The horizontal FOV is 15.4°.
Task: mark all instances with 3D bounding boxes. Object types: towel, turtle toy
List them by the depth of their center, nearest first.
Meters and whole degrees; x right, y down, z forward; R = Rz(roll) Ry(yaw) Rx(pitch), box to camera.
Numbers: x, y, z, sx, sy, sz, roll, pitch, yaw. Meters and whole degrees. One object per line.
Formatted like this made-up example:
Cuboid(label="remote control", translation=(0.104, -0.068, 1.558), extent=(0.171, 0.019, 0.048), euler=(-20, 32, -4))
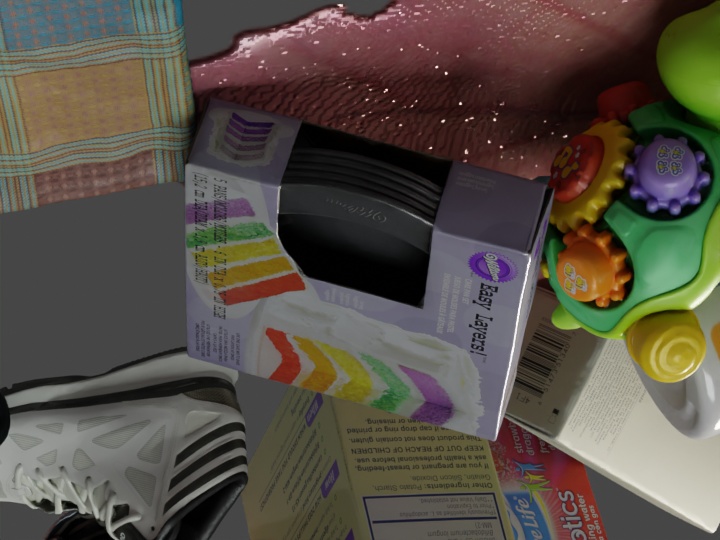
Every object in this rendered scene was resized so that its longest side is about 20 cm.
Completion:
Cuboid(label="towel", translation=(-0.154, -0.091, 1.290), extent=(0.146, 0.022, 0.200), euler=(-11, 148, -4))
Cuboid(label="turtle toy", translation=(0.158, -0.050, 1.375), extent=(0.101, 0.146, 0.200), euler=(31, 107, -25))

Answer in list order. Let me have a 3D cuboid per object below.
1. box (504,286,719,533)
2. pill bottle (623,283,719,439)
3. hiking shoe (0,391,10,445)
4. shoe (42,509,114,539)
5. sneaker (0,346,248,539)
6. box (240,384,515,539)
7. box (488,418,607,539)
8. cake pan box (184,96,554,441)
Cuboid(label="box", translation=(0.161, 0.086, 1.610), extent=(0.200, 0.068, 0.083), euler=(34, 83, -49))
Cuboid(label="pill bottle", translation=(0.252, 0.007, 1.497), extent=(0.199, 0.112, 0.112), euler=(-22, 150, -13))
Cuboid(label="hiking shoe", translation=(-0.267, 0.062, 1.433), extent=(0.199, 0.075, 0.087), euler=(14, 140, -37))
Cuboid(label="shoe", translation=(-0.196, 0.206, 1.696), extent=(0.199, 0.072, 0.091), euler=(-25, 142, 12))
Cuboid(label="sneaker", translation=(-0.159, 0.123, 1.531), extent=(0.199, 0.116, 0.076), euler=(-17, 148, 6))
Cuboid(label="box", translation=(0.011, 0.166, 1.583), extent=(0.096, 0.201, 0.176), euler=(1, 145, -21))
Cuboid(label="box", translation=(0.093, 0.186, 1.644), extent=(0.095, 0.201, 0.100), euler=(0, 146, -24))
Cuboid(label="cake pan box", translation=(0.000, 0.000, 1.392), extent=(0.183, 0.053, 0.200), euler=(14, 147, 4))
